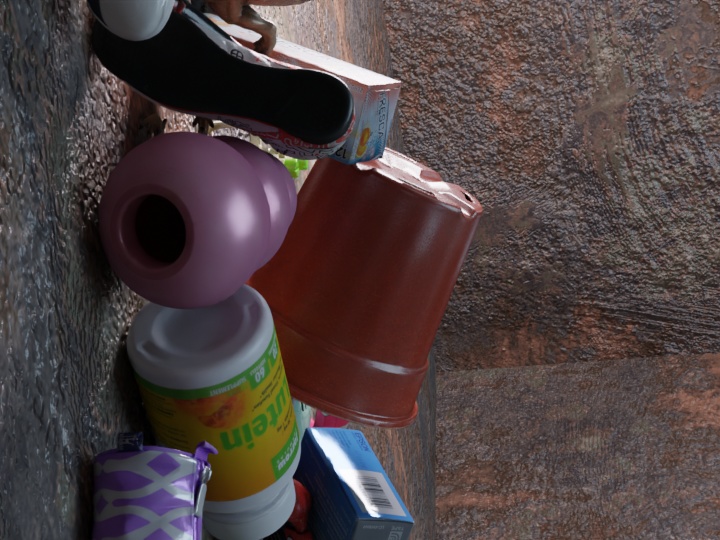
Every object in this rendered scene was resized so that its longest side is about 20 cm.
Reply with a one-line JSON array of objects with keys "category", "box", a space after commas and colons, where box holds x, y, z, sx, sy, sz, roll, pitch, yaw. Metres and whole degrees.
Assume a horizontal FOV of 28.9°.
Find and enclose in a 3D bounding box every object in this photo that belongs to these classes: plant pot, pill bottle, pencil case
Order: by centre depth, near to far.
[{"category": "pencil case", "box": [-0.134, 0.212, 0.916, 0.084, 0.084, 0.202, 56, 31, -72]}, {"category": "pill bottle", "box": [-0.106, 0.115, 1.086, 0.112, 0.110, 0.201, -86, 169, -50]}, {"category": "plant pot", "box": [0.000, 0.000, 1.213, 0.201, 0.199, 0.197, -63, 178, -76]}]

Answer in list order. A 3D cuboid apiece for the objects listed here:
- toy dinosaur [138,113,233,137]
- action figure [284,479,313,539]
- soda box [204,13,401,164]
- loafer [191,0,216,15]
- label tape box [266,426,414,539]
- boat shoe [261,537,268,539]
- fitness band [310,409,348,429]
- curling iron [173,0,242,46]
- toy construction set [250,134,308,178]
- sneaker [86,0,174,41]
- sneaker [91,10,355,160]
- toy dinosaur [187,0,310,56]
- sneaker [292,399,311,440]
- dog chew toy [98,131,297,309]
[{"category": "toy dinosaur", "box": [-0.151, -0.085, 1.153, 0.102, 0.058, 0.201, 99, 2, -49]}, {"category": "action figure", "box": [-0.111, 0.172, 1.260, 0.201, 0.098, 0.065, 63, 11, -1]}, {"category": "soda box", "box": [-0.069, -0.151, 1.144, 0.063, 0.199, 0.069, -17, 127, -60]}, {"category": "loafer", "box": [-0.138, -0.243, 1.209, 0.201, 0.071, 0.073, 77, 10, -52]}, {"category": "label tape box", "box": [-0.031, 0.269, 1.302, 0.143, 0.065, 0.202, 53, -49, 54]}, {"category": "boat shoe", "box": [-0.070, 0.287, 1.470, 0.202, 0.060, 0.073, 63, 24, -72]}, {"category": "fitness band", "box": [-0.059, 0.106, 1.479, 0.144, 0.037, 0.200, 61, -20, 20]}, {"category": "curling iron", "box": [-0.136, -0.202, 1.027, 0.200, 0.049, 0.026, 42, 23, -41]}, {"category": "toy construction set", "box": [-0.080, -0.047, 1.346, 0.132, 0.091, 0.201, -83, 155, -61]}, {"category": "sneaker", "box": [-0.176, -0.230, 0.876, 0.130, 0.079, 0.201, -75, 160, -65]}, {"category": "sneaker", "box": [-0.100, -0.135, 1.046, 0.108, 0.199, 0.068, 94, 15, -85]}, {"category": "toy dinosaur", "box": [-0.119, -0.238, 1.069, 0.086, 0.199, 0.136, -61, 159, -16]}, {"category": "sneaker", "box": [-0.088, 0.118, 1.367, 0.119, 0.073, 0.202, -72, 167, -56]}, {"category": "dog chew toy", "box": [-0.108, -0.044, 1.035, 0.200, 0.123, 0.126, -28, 114, -67]}]
